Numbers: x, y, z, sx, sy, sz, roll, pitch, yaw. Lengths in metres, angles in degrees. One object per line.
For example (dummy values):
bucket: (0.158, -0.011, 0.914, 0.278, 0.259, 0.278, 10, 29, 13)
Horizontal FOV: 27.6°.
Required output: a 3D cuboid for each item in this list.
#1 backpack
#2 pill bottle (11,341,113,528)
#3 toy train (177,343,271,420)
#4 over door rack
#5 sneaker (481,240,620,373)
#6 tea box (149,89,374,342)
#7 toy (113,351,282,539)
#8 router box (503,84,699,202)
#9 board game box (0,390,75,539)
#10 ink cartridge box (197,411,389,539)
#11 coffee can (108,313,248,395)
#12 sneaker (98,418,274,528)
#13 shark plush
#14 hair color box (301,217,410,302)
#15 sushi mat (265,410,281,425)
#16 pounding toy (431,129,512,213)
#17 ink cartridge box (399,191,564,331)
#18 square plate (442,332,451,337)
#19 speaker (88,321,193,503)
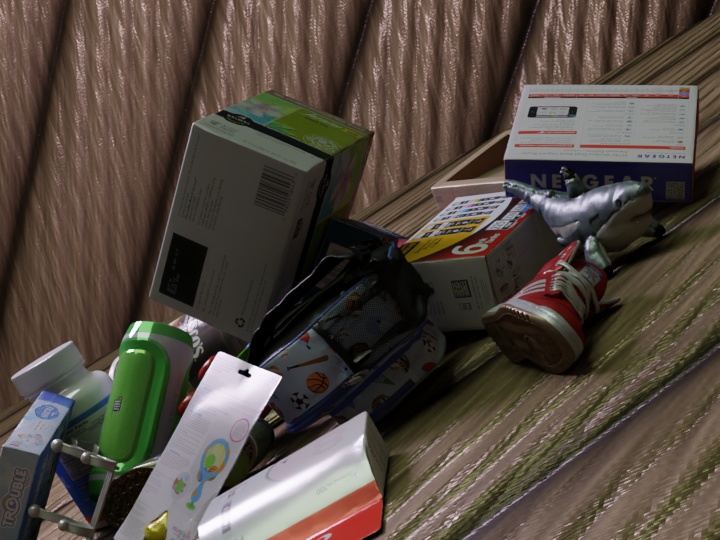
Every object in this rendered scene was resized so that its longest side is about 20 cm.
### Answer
backpack: (-0.015, 0.072, 1.409, 0.190, 0.154, 0.200, -34, -1, 8)
pill bottle: (-0.314, 0.186, 1.687, 0.112, 0.200, 0.112, -30, 6, 4)
toy train: (-0.139, 0.147, 1.615, 0.116, 0.085, 0.200, -48, -6, -45)
over door rack: (-0.304, 0.246, 1.474, 0.200, 0.067, 0.148, 175, 114, -73)
sneaker: (0.176, 0.028, 1.243, 0.112, 0.071, 0.200, -35, 5, -7)
tea box: (-0.100, -0.060, 1.522, 0.197, 0.133, 0.200, -42, -27, -63)
toy: (-0.138, 0.181, 1.339, 0.115, 0.047, 0.200, 16, 71, 53)
router box: (0.266, -0.143, 1.604, 0.200, 0.049, 0.180, 3, 34, 14)
board game box: (-0.360, 0.250, 1.541, 0.199, 0.043, 0.200, -90, 17, -79)
ink cartridge box: (-0.057, 0.192, 1.170, 0.162, 0.057, 0.200, -30, 2, 7)
coffee can: (-0.189, 0.121, 1.798, 0.200, 0.146, 0.146, -33, 5, 27)
sneaker: (-0.171, 0.208, 1.517, 0.200, 0.067, 0.090, -28, 0, 23)
shark plush: (0.226, -0.072, 1.472, 0.091, 0.083, 0.200, -28, 29, -14)
hair color box: (0.000, 0.000, 1.601, 0.200, 0.060, 0.100, -4, -65, -79)
sushi mat: (-0.044, 0.127, 1.735, 0.200, 0.012, 0.096, -34, 6, -22)
pounding toy: (0.185, -0.065, 1.732, 0.184, 0.142, 0.200, -2, 29, 49)
ink cartridge box: (0.108, -0.010, 1.574, 0.175, 0.084, 0.200, -6, 20, 33)
square plate: (0.028, 0.085, 1.618, 0.198, 0.028, 0.200, -19, 13, 43)
speaker: (-0.242, 0.162, 1.619, 0.088, 0.088, 0.200, -22, 52, 54)
